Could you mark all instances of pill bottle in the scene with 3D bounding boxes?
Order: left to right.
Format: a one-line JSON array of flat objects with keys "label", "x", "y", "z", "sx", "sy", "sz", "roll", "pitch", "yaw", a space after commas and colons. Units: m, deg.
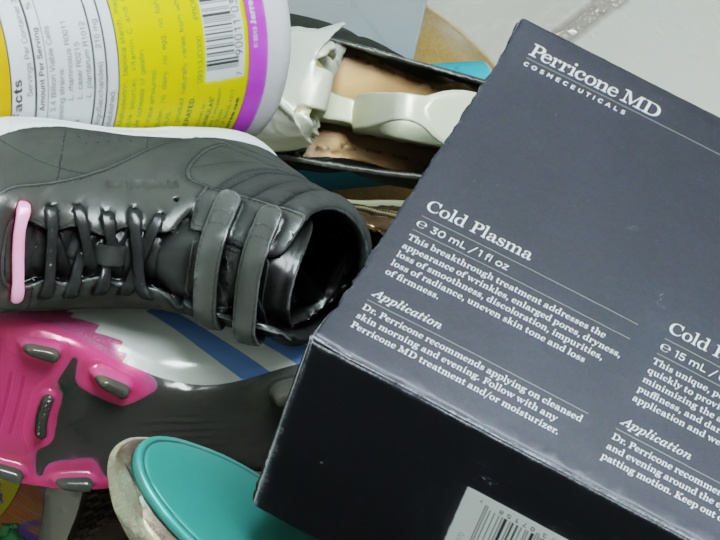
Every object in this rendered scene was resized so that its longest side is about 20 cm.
[{"label": "pill bottle", "x": -0.133, "y": -0.083, "z": 1.135, "sx": 0.200, "sy": 0.104, "sz": 0.104, "roll": -12, "pitch": 55, "yaw": -35}]

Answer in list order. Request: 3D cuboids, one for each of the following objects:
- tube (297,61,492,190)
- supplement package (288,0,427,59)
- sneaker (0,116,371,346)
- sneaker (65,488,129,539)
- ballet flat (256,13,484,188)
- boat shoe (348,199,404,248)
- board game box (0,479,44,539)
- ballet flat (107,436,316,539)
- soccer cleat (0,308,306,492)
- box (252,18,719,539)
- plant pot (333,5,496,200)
[{"label": "tube", "x": -0.040, "y": -0.059, "z": 1.293, "sx": 0.200, "sy": 0.050, "sz": 0.078, "roll": -5, "pitch": 47, "yaw": -14}, {"label": "supplement package", "x": -0.060, "y": -0.215, "z": 1.349, "sx": 0.191, "sy": 0.147, "sz": 0.200, "roll": 8, "pitch": 35, "yaw": -9}, {"label": "sneaker", "x": -0.080, "y": -0.010, "z": 1.072, "sx": 0.200, "sy": 0.071, "sz": 0.099, "roll": -7, "pitch": 23, "yaw": -40}, {"label": "sneaker", "x": -0.065, "y": 0.105, "z": 1.182, "sx": 0.085, "sy": 0.073, "sz": 0.200, "roll": 50, "pitch": 36, "yaw": -20}, {"label": "ballet flat", "x": -0.003, "y": -0.072, "z": 1.242, "sx": 0.200, "sy": 0.068, "sz": 0.068, "roll": 9, "pitch": 82, "yaw": -9}, {"label": "boat shoe", "x": -0.002, "y": 0.006, "z": 1.227, "sx": 0.202, "sy": 0.075, "sz": 0.075, "roll": 14, "pitch": 10, "yaw": -24}, {"label": "board game box", "x": -0.221, "y": 0.068, "z": 1.169, "sx": 0.200, "sy": 0.039, "sz": 0.158, "roll": -4, "pitch": 53, "yaw": -19}, {"label": "ballet flat", "x": -0.023, "y": 0.128, "z": 1.105, "sx": 0.200, "sy": 0.062, "sz": 0.068, "roll": 30, "pitch": 36, "yaw": -25}, {"label": "soccer cleat", "x": -0.076, "y": 0.042, "z": 1.134, "sx": 0.200, "sy": 0.070, "sz": 0.086, "roll": 6, "pitch": 24, "yaw": -6}, {"label": "box", "x": 0.096, "y": 0.040, "z": 1.054, "sx": 0.200, "sy": 0.104, "sz": 0.182, "roll": 28, "pitch": 51, "yaw": 7}, {"label": "plant pot", "x": -0.022, "y": -0.058, "z": 1.341, "sx": 0.200, "sy": 0.028, "sz": 0.200, "roll": 8, "pitch": 50, "yaw": -10}]
